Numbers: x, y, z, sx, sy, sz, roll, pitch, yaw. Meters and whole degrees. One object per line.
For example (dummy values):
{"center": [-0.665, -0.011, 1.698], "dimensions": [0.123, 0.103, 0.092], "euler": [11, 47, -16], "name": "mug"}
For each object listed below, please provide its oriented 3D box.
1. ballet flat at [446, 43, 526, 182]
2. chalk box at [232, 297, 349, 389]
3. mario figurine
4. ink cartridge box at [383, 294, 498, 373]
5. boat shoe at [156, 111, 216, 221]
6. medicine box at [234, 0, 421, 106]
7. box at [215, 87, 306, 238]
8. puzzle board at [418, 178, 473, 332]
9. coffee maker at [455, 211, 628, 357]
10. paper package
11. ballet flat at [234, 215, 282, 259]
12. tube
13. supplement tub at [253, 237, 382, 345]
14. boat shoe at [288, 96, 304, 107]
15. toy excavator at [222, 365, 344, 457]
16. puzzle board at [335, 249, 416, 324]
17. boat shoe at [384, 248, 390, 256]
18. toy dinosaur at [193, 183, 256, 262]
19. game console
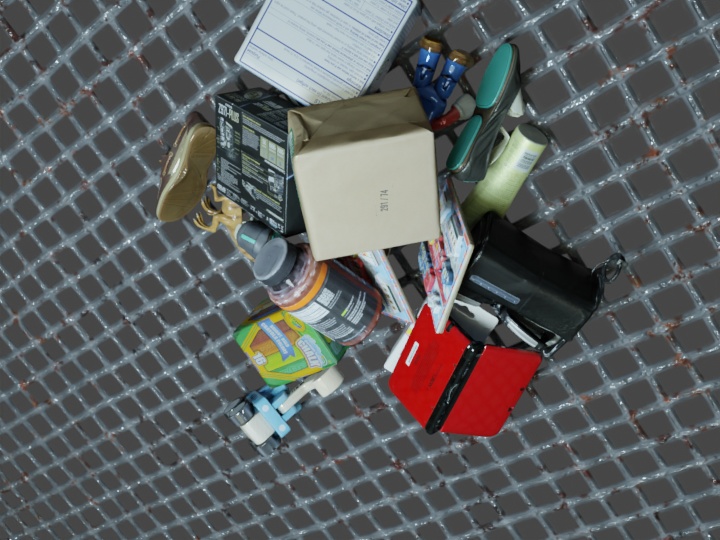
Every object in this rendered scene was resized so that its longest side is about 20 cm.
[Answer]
{"center": [0.187, -0.217, 1.205], "dimensions": [0.068, 0.068, 0.201], "euler": [21, 99, -27], "name": "ballet flat"}
{"center": [-0.088, 0.094, 1.434], "dimensions": [0.200, 0.124, 0.125], "euler": [-25, 106, 33], "name": "chalk box"}
{"center": [0.089, -0.237, 1.250], "dimensions": [0.123, 0.106, 0.201], "euler": [42, 118, 36], "name": "mario figurine"}
{"center": [0.137, 0.106, 1.399], "dimensions": [0.116, 0.068, 0.200], "euler": [32, 124, 1], "name": "ink cartridge box"}
{"center": [-0.297, -0.173, 1.420], "dimensions": [0.072, 0.072, 0.200], "euler": [52, 129, 33], "name": "boat shoe"}
{"center": [-0.042, -0.327, 1.185], "dimensions": [0.182, 0.103, 0.200], "euler": [32, 102, 2], "name": "medicine box"}
{"center": [-0.134, -0.168, 1.292], "dimensions": [0.200, 0.086, 0.164], "euler": [33, 130, 42], "name": "box"}
{"center": [0.120, -0.027, 1.257], "dimensions": [0.017, 0.200, 0.151], "euler": [9, 122, -11], "name": "puzzle board"}
{"center": [0.248, 0.001, 1.266], "dimensions": [0.199, 0.135, 0.193], "euler": [30, 105, -8], "name": "coffee maker"}
{"center": [0.008, -0.126, 1.157], "dimensions": [0.190, 0.104, 0.200], "euler": [-11, 137, -2], "name": "paper package"}
{"center": [-0.164, -0.057, 1.355], "dimensions": [0.073, 0.200, 0.073], "euler": [0, 95, -1], "name": "ballet flat"}
{"center": [0.205, -0.126, 1.270], "dimensions": [0.058, 0.052, 0.200], "euler": [58, 135, 34], "name": "tube"}
{"center": [-0.066, 0.027, 1.280], "dimensions": [0.107, 0.107, 0.200], "euler": [-29, 133, 30], "name": "supplement tub"}
{"center": [-0.037, -0.232, 1.286], "dimensions": [0.200, 0.068, 0.072], "euler": [45, 122, -7], "name": "boat shoe"}
{"center": [-0.135, 0.236, 1.553], "dimensions": [0.100, 0.200, 0.194], "euler": [50, 165, -11], "name": "toy excavator"}
{"center": [0.000, 0.000, 1.349], "dimensions": [0.150, 0.017, 0.200], "euler": [19, 147, 44], "name": "puzzle board"}
{"center": [0.014, -0.064, 1.337], "dimensions": [0.072, 0.072, 0.201], "euler": [21, 129, 8], "name": "boat shoe"}
{"center": [-0.219, -0.085, 1.435], "dimensions": [0.106, 0.060, 0.201], "euler": [4, 118, 16], "name": "toy dinosaur"}
{"center": [0.162, 0.161, 1.366], "dimensions": [0.172, 0.118, 0.201], "euler": [46, 132, 31], "name": "game console"}
